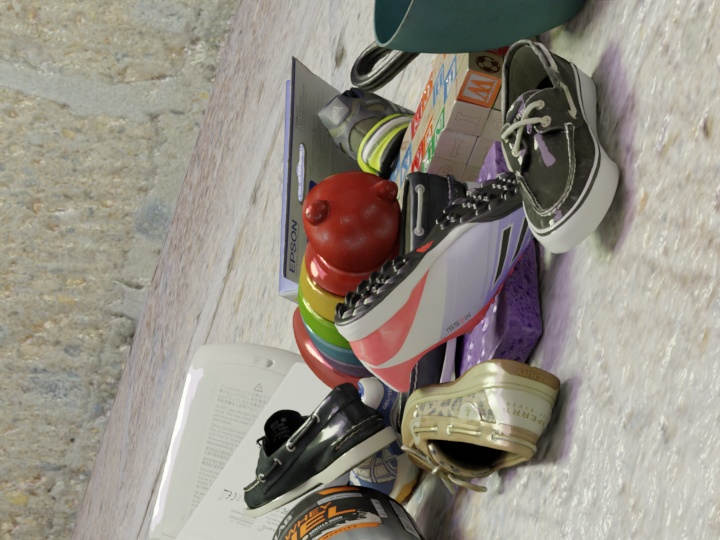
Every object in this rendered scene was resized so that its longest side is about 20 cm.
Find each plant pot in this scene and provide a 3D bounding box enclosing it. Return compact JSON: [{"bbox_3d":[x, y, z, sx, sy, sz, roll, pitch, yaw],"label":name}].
[{"bbox_3d":[0.102,-0.245,1.672,0.200,0.134,0.201,-166,90,-79],"label":"plant pot"}]

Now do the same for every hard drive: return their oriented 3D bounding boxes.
[{"bbox_3d":[-0.063,0.172,1.933,0.132,0.027,0.200,9,59,49],"label":"hard drive"}]

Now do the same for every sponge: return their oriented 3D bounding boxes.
[{"bbox_3d":[0.097,0.010,1.665,0.201,0.030,0.112,-90,17,-47],"label":"sponge"}]

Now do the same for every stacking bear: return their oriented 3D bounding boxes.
[{"bbox_3d":[0.000,0.000,1.770,0.201,0.121,0.114,81,176,-51],"label":"stacking bear"}]

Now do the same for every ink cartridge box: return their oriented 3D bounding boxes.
[{"bbox_3d":[-0.034,-0.063,2.005,0.200,0.047,0.199,28,-120,-58],"label":"ink cartridge box"}]

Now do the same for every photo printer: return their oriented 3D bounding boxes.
[{"bbox_3d":[-0.097,0.170,2.096,0.069,0.165,0.201,15,-92,-72],"label":"photo printer"}]

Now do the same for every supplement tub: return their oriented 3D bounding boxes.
[{"bbox_3d":[-0.003,0.229,1.656,0.200,0.122,0.123,-134,58,-77],"label":"supplement tub"}]

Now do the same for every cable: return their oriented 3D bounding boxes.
[{"bbox_3d":[0.070,-0.201,1.888,0.200,0.050,0.097,-48,37,32],"label":"cable"}]

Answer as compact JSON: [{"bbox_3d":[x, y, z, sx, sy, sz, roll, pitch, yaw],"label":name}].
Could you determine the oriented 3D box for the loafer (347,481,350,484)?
[{"bbox_3d":[-0.021,0.220,1.902,0.201,0.063,0.072,-88,23,-44],"label":"loafer"}]

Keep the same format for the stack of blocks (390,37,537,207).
[{"bbox_3d":[0.080,-0.110,1.813,0.116,0.058,0.201,-88,16,-48],"label":"stack of blocks"}]

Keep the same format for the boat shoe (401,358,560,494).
[{"bbox_3d":[0.073,0.113,1.549,0.200,0.073,0.063,132,152,-66],"label":"boat shoe"}]

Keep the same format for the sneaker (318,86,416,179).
[{"bbox_3d":[0.016,-0.125,1.988,0.074,0.081,0.200,-52,-6,5],"label":"sneaker"}]

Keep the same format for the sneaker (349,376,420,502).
[{"bbox_3d":[0.012,0.127,1.798,0.200,0.088,0.076,121,158,-60],"label":"sneaker"}]

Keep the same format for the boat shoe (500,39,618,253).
[{"bbox_3d":[0.122,-0.086,1.519,0.071,0.064,0.200,-41,26,23],"label":"boat shoe"}]

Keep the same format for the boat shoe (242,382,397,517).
[{"bbox_3d":[-0.044,0.133,1.722,0.066,0.074,0.199,59,151,3],"label":"boat shoe"}]

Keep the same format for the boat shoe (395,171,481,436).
[{"bbox_3d":[0.043,0.027,1.682,0.076,0.060,0.201,141,139,-75],"label":"boat shoe"}]

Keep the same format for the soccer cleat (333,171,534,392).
[{"bbox_3d":[0.074,0.000,1.578,0.200,0.073,0.068,-39,17,-16],"label":"soccer cleat"}]
